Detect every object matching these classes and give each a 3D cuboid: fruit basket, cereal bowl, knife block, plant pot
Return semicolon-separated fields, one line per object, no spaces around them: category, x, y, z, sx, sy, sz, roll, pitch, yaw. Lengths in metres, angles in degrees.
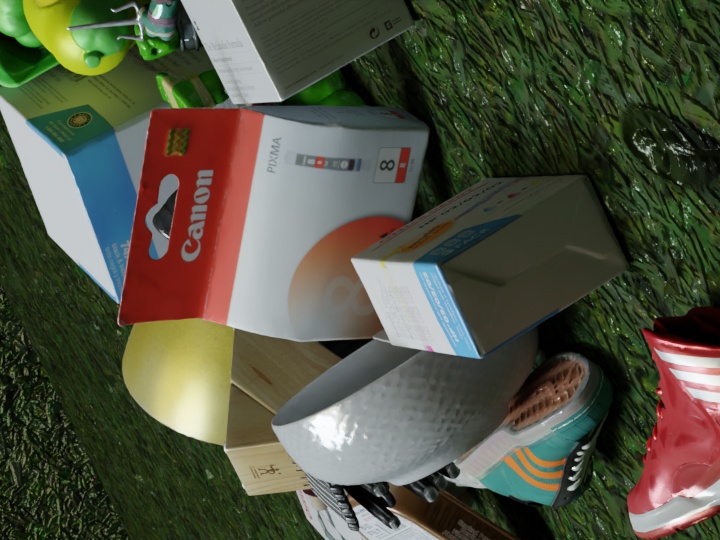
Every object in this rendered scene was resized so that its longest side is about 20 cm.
fruit basket;-0.219;-0.230;1.717;0.156;0.215;0.215;62;164;-8
cereal bowl;0.042;0.086;1.534;0.084;0.199;0.200;57;164;-5
knife block;-0.012;0.106;1.719;0.064;0.174;0.201;68;-163;-47
plant pot;-0.100;0.036;1.950;0.200;0.199;0.143;46;136;40

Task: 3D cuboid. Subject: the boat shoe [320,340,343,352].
boat shoe;-0.022;0.065;1.843;0.200;0.072;0.062;38;150;1

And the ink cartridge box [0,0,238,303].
ink cartridge box;-0.158;-0.103;1.788;0.147;0.199;0.147;39;152;51

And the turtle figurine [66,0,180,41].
turtle figurine;-0.154;-0.231;1.555;0.151;0.199;0.101;64;163;-16

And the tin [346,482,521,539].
tin;0.076;0.224;1.805;0.199;0.042;0.112;33;160;-8

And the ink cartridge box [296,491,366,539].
ink cartridge box;0.010;0.210;2.054;0.200;0.084;0.147;41;155;50

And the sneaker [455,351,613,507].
sneaker;0.138;0.115;1.546;0.080;0.072;0.200;33;156;-7

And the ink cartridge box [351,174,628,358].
ink cartridge box;0.071;-0.005;1.425;0.068;0.115;0.200;63;163;-10

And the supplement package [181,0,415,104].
supplement package;-0.069;-0.224;1.474;0.201;0.109;0.114;63;163;-12

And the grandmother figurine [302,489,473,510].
grandmother figurine;0.003;0.164;1.862;0.200;0.121;0.061;43;-160;-37

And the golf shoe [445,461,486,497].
golf shoe;0.082;0.149;1.755;0.097;0.078;0.200;43;162;21

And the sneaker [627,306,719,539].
sneaker;0.198;0.083;1.307;0.116;0.078;0.200;66;153;8

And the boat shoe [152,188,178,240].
boat shoe;-0.095;-0.003;1.674;0.070;0.066;0.200;53;-179;32

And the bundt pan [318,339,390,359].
bundt pan;0.000;0.000;1.724;0.202;0.075;0.202;52;162;25

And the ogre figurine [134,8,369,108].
ogre figurine;-0.067;-0.125;1.628;0.200;0.119;0.098;51;166;33

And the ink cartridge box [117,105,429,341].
ink cartridge box;-0.057;-0.031;1.527;0.050;0.199;0.163;37;123;48
